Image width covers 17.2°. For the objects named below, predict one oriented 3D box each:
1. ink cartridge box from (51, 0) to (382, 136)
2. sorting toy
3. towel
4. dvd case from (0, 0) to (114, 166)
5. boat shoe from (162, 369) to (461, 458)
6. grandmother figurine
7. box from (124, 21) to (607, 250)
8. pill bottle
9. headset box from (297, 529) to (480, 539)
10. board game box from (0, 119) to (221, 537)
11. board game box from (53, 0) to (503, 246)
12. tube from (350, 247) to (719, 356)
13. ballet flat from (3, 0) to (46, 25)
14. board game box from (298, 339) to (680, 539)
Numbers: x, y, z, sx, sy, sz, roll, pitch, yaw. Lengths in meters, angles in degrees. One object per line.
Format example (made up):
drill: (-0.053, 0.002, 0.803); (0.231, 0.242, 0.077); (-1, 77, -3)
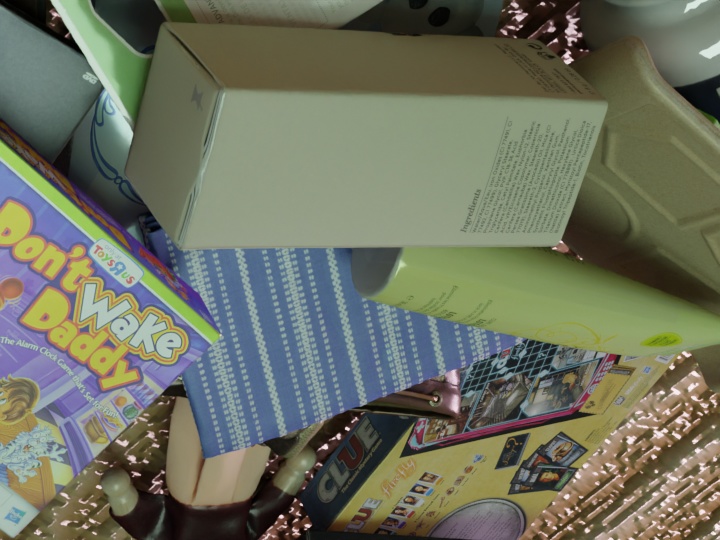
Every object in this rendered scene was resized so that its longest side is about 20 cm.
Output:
ink cartridge box: (-0.048, -0.165, 1.035); (0.200, 0.048, 0.146); (-33, 120, -4)
sorting toy: (0.159, -0.026, 1.162); (0.200, 0.185, 0.036); (44, 68, -11)
towel: (0.000, 0.000, 1.153); (0.199, 0.024, 0.145); (-20, 123, -11)
dvd case: (-0.222, -0.042, 1.026); (0.149, 0.016, 0.200); (31, 102, -27)
boat shoe: (-0.039, 0.059, 1.206); (0.199, 0.072, 0.072); (-3, 174, -25)
grandmother figurine: (-0.084, 0.121, 1.307); (0.121, 0.061, 0.200); (3, 126, -11)
box: (0.004, -0.058, 1.047); (0.199, 0.068, 0.082); (1, 121, -32)
pill bottle: (0.173, -0.110, 1.156); (0.111, 0.111, 0.200); (-29, 132, 7)
headset box: (0.021, 0.227, 1.367); (0.174, 0.093, 0.200); (7, 148, -24)
board game box: (-0.177, 0.007, 1.028); (0.134, 0.045, 0.200); (-44, 121, 5)
board game box: (-0.043, -0.076, 1.137); (0.199, 0.043, 0.200); (3, 116, -20)
tube: (0.092, 0.014, 1.148); (0.200, 0.058, 0.052); (16, 114, -28)
ballet flat: (-0.170, -0.130, 1.051); (0.068, 0.068, 0.200); (9, 117, -20)
board game box: (0.076, 0.081, 1.323); (0.135, 0.035, 0.200); (19, 119, -40)
